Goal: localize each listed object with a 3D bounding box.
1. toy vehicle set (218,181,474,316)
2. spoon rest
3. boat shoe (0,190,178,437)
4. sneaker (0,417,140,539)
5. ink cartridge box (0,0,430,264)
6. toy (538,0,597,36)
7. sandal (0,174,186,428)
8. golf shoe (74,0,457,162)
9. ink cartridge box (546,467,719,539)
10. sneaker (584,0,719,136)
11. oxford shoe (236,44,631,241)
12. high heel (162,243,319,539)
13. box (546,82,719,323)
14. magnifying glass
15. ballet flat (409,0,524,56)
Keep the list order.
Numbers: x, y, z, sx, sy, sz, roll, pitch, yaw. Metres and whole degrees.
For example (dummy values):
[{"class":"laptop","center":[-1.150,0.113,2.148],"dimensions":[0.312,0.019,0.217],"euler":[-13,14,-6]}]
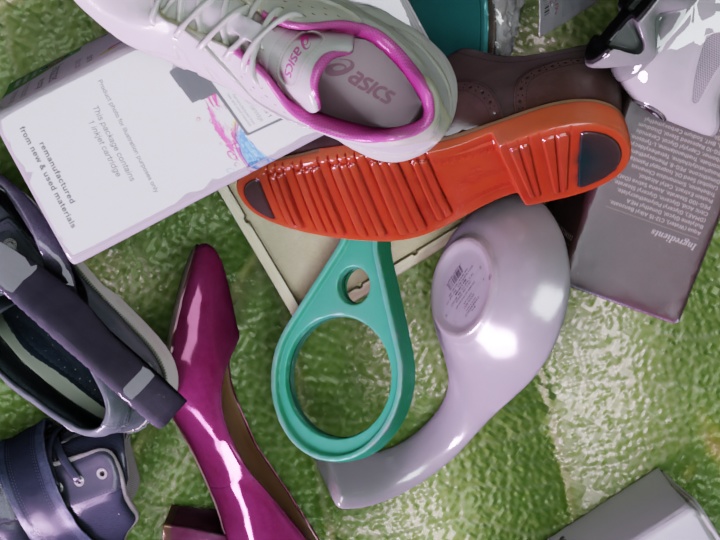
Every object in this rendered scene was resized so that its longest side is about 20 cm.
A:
[{"class":"toy vehicle set","center":[-0.028,-0.085,1.339],"dimensions":[0.124,0.027,0.201],"euler":[-30,102,1]},{"class":"spoon rest","center":[0.051,0.046,1.335],"dimensions":[0.060,0.100,0.200],"euler":[11,127,-36]},{"class":"boat shoe","center":[-0.182,0.012,1.298],"dimensions":[0.200,0.062,0.073],"euler":[40,119,9]},{"class":"sneaker","center":[-0.201,0.089,1.324],"dimensions":[0.146,0.077,0.203],"euler":[-30,112,12]},{"class":"ink cartridge box","center":[-0.071,-0.094,1.245],"dimensions":[0.199,0.145,0.084],"euler":[-27,101,0]},{"class":"toy","center":[0.086,-0.183,1.252],"dimensions":[0.047,0.200,0.116],"euler":[-1,101,11]},{"class":"sandal","center":[-0.157,-0.003,1.244],"dimensions":[0.200,0.076,0.043],"euler":[41,87,5]},{"class":"golf shoe","center":[-0.045,-0.110,1.126],"dimensions":[0.199,0.092,0.076],"euler":[24,97,-6]},{"class":"ink cartridge box","center":[0.127,0.225,1.384],"dimensions":[0.199,0.083,0.146],"euler":[-32,102,1]},{"class":"sneaker","center":[0.204,-0.153,1.228],"dimensions":[0.088,0.074,0.200],"euler":[37,105,-10]},{"class":"oxford shoe","center":[0.035,-0.067,1.280],"dimensions":[0.199,0.073,0.071],"euler":[-9,143,7]},{"class":"high heel","center":[-0.055,0.081,1.348],"dimensions":[0.095,0.068,0.201],"euler":[4,115,4]},{"class":"box","center":[0.160,-0.084,1.321],"dimensions":[0.074,0.100,0.201],"euler":[18,98,-8]},{"class":"magnifying glass","center":[0.000,0.000,1.320],"dimensions":[0.079,0.022,0.201],"euler":[12,92,29]},{"class":"ballet flat","center":[0.057,-0.184,1.312],"dimensions":[0.071,0.072,0.201],"euler":[-12,104,-3]}]
